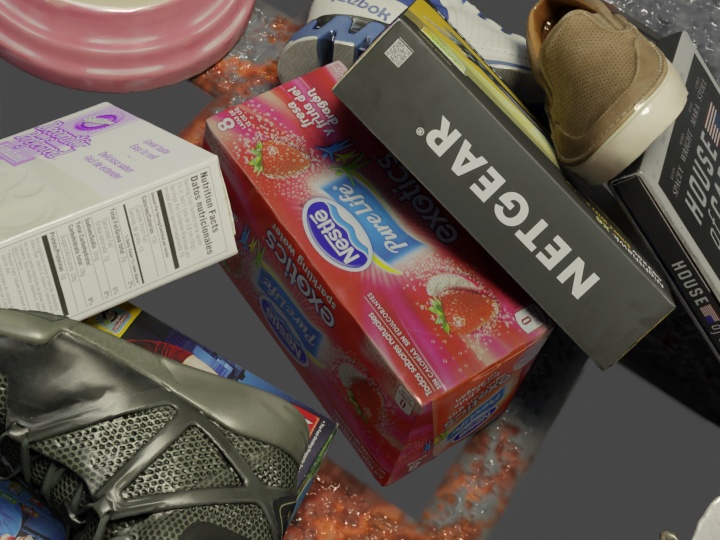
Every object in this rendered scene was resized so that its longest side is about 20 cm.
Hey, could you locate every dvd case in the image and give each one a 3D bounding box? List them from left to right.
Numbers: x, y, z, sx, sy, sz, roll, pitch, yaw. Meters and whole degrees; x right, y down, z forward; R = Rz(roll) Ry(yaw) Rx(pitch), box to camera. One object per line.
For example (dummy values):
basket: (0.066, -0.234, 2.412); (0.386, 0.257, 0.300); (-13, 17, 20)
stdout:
dvd case: (0.208, -0.015, 0.778); (0.201, 0.025, 0.151); (54, 38, -21)

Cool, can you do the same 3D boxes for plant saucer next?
plant saucer: (-0.161, -0.204, 0.884); (0.197, 0.051, 0.203); (6, 57, -9)

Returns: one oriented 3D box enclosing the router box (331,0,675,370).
router box: (0.079, -0.055, 0.754); (0.200, 0.052, 0.157); (45, 15, -7)

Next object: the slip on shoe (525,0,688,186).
slip on shoe: (0.122, -0.106, 0.740); (0.060, 0.076, 0.201); (42, 22, -12)

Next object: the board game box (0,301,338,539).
board game box: (-0.102, 0.137, 0.668); (0.198, 0.062, 0.201); (30, 56, 6)

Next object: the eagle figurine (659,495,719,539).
eagle figurine: (0.217, 0.210, 0.647); (0.150, 0.153, 0.200); (16, 24, -39)

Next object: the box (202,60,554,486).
box: (0.000, 0.000, 0.757); (0.095, 0.100, 0.201); (-27, 67, -26)

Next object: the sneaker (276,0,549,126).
sneaker: (0.053, -0.152, 0.882); (0.196, 0.081, 0.116); (12, 57, -3)

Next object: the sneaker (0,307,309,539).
sneaker: (-0.121, 0.089, 0.601); (0.197, 0.076, 0.115); (22, 51, -16)

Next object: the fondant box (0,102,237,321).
fondant box: (-0.183, -0.016, 0.707); (0.198, 0.059, 0.144); (-23, 28, -26)
